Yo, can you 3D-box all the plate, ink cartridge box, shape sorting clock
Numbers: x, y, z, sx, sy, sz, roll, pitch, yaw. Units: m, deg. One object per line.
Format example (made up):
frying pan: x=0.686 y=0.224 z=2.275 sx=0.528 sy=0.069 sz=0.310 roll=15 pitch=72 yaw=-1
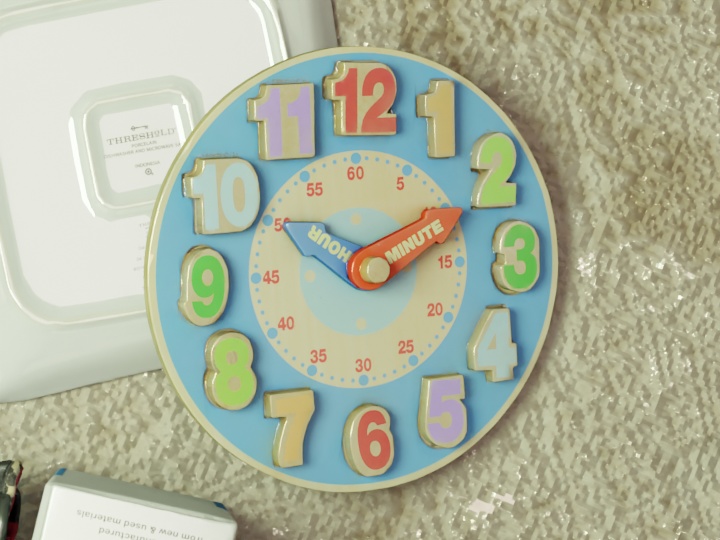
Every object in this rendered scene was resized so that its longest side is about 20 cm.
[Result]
plate: x=-0.099 y=-0.054 z=1.047 sx=0.198 sy=0.032 sz=0.201 roll=-11 pitch=89 yaw=-5
ink cartridge box: x=-0.116 y=0.192 z=0.975 sx=0.085 sy=0.146 sz=0.201 roll=11 pitch=87 yaw=-5
shape sorting clock: x=0.000 y=0.000 z=1.023 sx=0.199 sy=0.039 sz=0.201 roll=0 pitch=91 yaw=-22

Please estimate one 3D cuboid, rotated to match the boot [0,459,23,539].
boot: x=-0.224 y=0.084 z=1.010 sx=0.150 sy=0.073 sz=0.201 roll=9 pitch=90 yaw=-2
